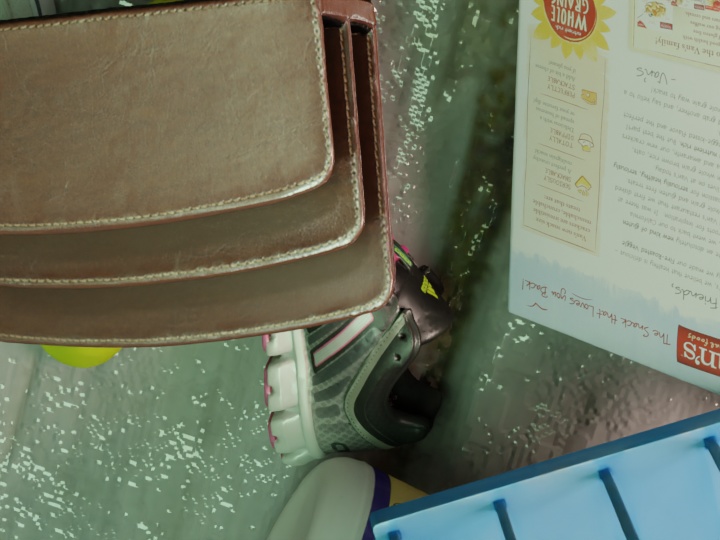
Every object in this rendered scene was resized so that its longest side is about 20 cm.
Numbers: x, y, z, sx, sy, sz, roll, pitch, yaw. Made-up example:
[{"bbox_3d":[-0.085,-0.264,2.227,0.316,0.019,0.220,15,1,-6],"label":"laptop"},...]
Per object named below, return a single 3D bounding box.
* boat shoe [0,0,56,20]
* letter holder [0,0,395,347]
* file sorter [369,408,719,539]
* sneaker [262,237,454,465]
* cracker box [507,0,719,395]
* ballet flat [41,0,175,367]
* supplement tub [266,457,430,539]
[{"bbox_3d":[-0.195,-0.055,1.165,0.074,0.086,0.203,19,114,4],"label":"boat shoe"},{"bbox_3d":[-0.095,-0.037,1.061,0.199,0.101,0.143,-4,92,14],"label":"letter holder"},{"bbox_3d":[0.122,0.156,1.021,0.199,0.123,0.140,-17,112,0],"label":"file sorter"},{"bbox_3d":[0.000,0.000,1.154,0.087,0.074,0.201,2,116,12],"label":"sneaker"},{"bbox_3d":[0.133,-0.058,1.069,0.133,0.058,0.201,22,124,34],"label":"cracker box"},{"bbox_3d":[-0.117,-0.033,1.168,0.066,0.067,0.201,23,114,0],"label":"ballet flat"},{"bbox_3d":[0.044,0.189,1.170,0.199,0.146,0.146,26,115,-8],"label":"supplement tub"}]
